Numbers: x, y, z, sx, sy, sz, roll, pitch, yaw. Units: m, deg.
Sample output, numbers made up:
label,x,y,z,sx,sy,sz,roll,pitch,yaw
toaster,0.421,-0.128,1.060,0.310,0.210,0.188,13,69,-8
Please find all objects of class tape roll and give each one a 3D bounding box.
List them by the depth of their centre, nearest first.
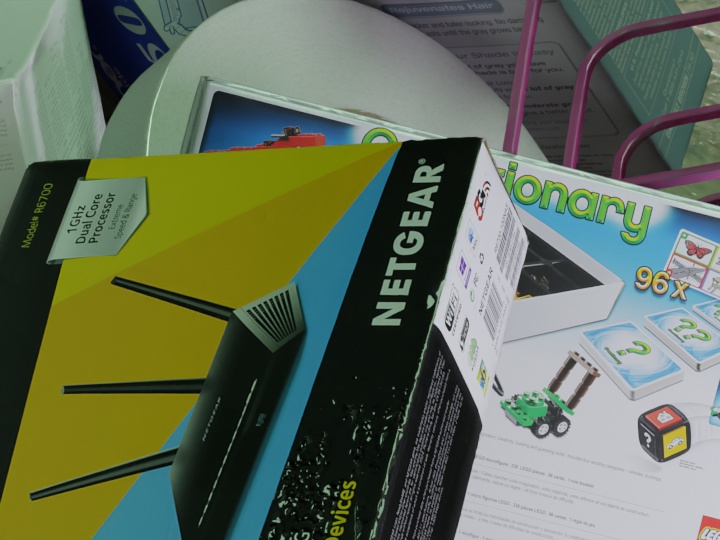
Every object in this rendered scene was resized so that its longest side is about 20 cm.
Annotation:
label,x,y,z,sx,sy,sz,roll,pitch,yaw
tape roll,0.000,0.000,1.021,0.203,0.037,0.203,22,53,-31

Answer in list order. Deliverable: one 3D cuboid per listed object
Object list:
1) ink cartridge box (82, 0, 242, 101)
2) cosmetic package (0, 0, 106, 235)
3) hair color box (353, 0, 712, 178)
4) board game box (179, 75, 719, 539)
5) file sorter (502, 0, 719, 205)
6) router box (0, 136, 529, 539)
label,x,y,z,sx,sy,sz,roll,pitch,yaw
ink cartridge box,-0.099,-0.129,1.102,0.044,0.094,0.200,-39,99,-18
cosmetic package,-0.120,-0.042,0.988,0.051,0.083,0.200,-10,15,3
hair color box,0.044,-0.113,1.098,0.099,0.200,0.061,0,57,33
board game box,0.032,0.025,0.922,0.200,0.126,0.035,15,0,-1
file sorter,0.144,-0.017,1.041,0.125,0.200,0.139,-8,46,24
router box,-0.047,0.056,0.811,0.149,0.051,0.200,-3,49,23
